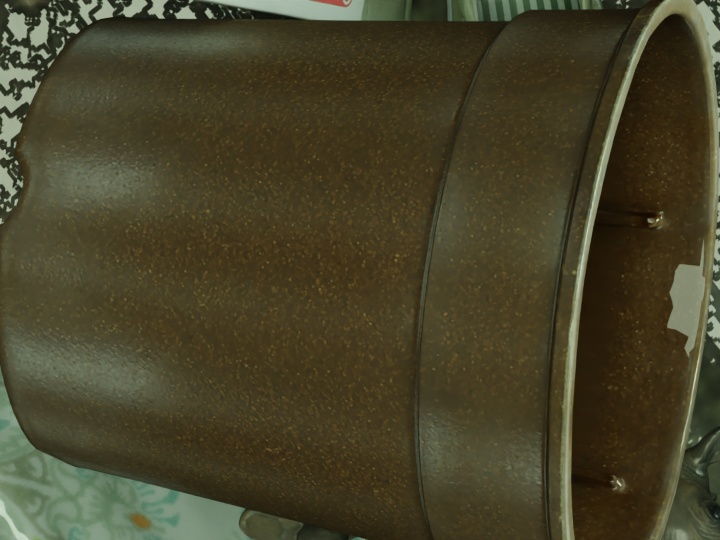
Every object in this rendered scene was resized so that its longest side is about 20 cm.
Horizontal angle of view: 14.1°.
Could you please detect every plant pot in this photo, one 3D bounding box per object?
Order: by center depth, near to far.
[{"bbox_3d":[0.000,0.000,0.947,0.197,0.200,0.202,8,97,18],"label":"plant pot"}]

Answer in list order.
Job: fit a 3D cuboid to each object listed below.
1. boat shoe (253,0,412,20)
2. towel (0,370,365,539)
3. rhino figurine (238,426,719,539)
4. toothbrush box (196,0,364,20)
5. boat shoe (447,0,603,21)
[{"bbox_3d":[-0.011,-0.117,1.072,0.060,0.072,0.203,3,88,21],"label":"boat shoe"},{"bbox_3d":[-0.057,0.097,1.056,0.048,0.171,0.201,-29,94,44],"label":"towel"},{"bbox_3d":[0.061,0.080,1.033,0.199,0.088,0.060,7,130,3],"label":"rhino figurine"},{"bbox_3d":[-0.108,-0.148,1.006,0.199,0.145,0.087,14,96,28],"label":"toothbrush box"},{"bbox_3d":[0.061,-0.079,1.075,0.072,0.062,0.201,-13,95,6],"label":"boat shoe"}]
